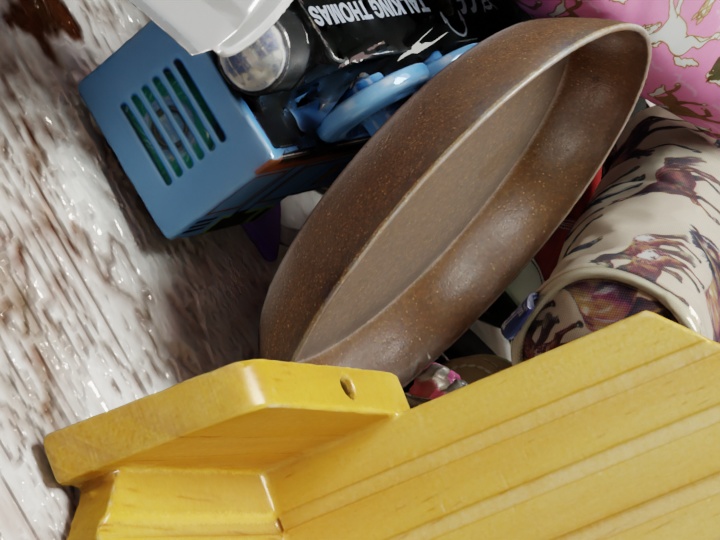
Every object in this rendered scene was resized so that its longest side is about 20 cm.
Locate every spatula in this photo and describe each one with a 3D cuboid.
[{"bbox_3d":[0.000,0.000,1.036,0.200,0.021,0.057,38,30,-26],"label":"spatula"}]

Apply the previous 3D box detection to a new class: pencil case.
[{"bbox_3d":[0.115,-0.118,0.988,0.200,0.082,0.087,24,68,-49],"label":"pencil case"},{"bbox_3d":[0.116,-0.001,1.040,0.078,0.089,0.200,61,27,-14],"label":"pencil case"}]

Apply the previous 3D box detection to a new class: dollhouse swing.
[{"bbox_3d":[0.041,0.112,0.795,0.182,0.175,0.201,12,55,-65],"label":"dollhouse swing"}]

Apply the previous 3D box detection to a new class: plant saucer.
[{"bbox_3d":[0.029,-0.021,0.936,0.034,0.201,0.200,42,15,15],"label":"plant saucer"}]

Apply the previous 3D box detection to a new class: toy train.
[{"bbox_3d":[-0.011,-0.076,0.959,0.087,0.114,0.200,60,28,6],"label":"toy train"}]

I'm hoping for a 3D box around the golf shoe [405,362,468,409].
[{"bbox_3d":[0.070,0.129,0.900,0.200,0.092,0.073,44,2,16],"label":"golf shoe"}]

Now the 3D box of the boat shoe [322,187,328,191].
[{"bbox_3d":[0.030,-0.078,1.155,0.076,0.074,0.200,63,20,-1],"label":"boat shoe"}]

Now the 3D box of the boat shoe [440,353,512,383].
[{"bbox_3d":[0.049,0.112,0.976,0.065,0.072,0.201,41,35,-48],"label":"boat shoe"}]

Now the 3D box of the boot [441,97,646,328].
[{"bbox_3d":[0.072,-0.052,1.119,0.145,0.072,0.200,-70,160,-3],"label":"boot"}]

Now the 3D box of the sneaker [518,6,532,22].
[{"bbox_3d":[0.061,-0.148,1.110,0.200,0.075,0.114,142,-40,-72],"label":"sneaker"}]

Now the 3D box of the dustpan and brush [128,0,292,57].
[{"bbox_3d":[-0.045,-0.166,0.885,0.139,0.200,0.057,40,-24,6],"label":"dustpan and brush"}]
